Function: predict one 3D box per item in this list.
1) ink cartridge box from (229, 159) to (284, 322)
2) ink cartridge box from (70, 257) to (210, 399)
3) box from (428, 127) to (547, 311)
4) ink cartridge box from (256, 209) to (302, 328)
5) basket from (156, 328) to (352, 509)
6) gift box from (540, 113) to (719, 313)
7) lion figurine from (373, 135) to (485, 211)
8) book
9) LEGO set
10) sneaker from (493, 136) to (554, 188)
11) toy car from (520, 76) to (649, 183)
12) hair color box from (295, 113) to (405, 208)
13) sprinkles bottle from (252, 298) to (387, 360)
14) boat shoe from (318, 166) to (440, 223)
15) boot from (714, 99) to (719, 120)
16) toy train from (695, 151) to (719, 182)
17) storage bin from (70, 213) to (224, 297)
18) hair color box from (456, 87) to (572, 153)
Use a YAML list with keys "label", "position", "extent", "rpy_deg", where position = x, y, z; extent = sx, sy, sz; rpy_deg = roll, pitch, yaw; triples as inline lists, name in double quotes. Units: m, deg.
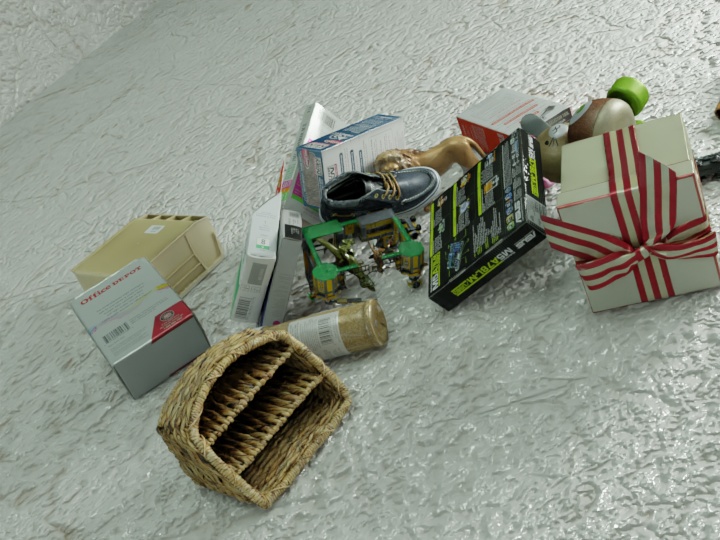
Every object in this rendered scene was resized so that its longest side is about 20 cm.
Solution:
- label: "ink cartridge box"
  position: [-0.155, -0.047, 1.527]
  extent: [0.050, 0.161, 0.201]
  rpy_deg: [9, 50, -11]
- label: "ink cartridge box"
  position: [-0.348, 0.086, 1.598]
  extent: [0.145, 0.083, 0.200]
  rpy_deg: [-34, 42, -15]
- label: "box"
  position: [0.171, -0.072, 1.399]
  extent: [0.193, 0.047, 0.201]
  rpy_deg: [-43, 28, 36]
- label: "ink cartridge box"
  position: [-0.122, 0.019, 1.498]
  extent: [0.037, 0.201, 0.095]
  rpy_deg: [12, 27, -11]
- label: "basket"
  position: [-0.133, 0.168, 1.261]
  extent: [0.148, 0.143, 0.200]
  rpy_deg: [5, 41, 45]
- label: "gift box"
  position: [0.329, -0.074, 1.242]
  extent: [0.184, 0.201, 0.187]
  rpy_deg: [-19, 30, 23]
- label: "lion figurine"
  position: [0.123, -0.173, 1.646]
  extent: [0.199, 0.123, 0.072]
  rpy_deg: [-29, 29, -7]
- label: "book"
  position: [-0.060, -0.158, 1.677]
  extent: [0.048, 0.133, 0.201]
  rpy_deg: [-10, 57, 46]
- label: "LEGO set"
  position: [0.000, 0.000, 1.504]
  extent: [0.199, 0.116, 0.154]
  rpy_deg: [-21, 45, -19]
- label: "sneaker"
  position: [0.206, -0.139, 1.553]
  extent: [0.199, 0.096, 0.079]
  rpy_deg: [-32, 30, -9]
- label: "toy car"
  position: [0.297, -0.183, 1.460]
  extent: [0.199, 0.158, 0.165]
  rpy_deg: [16, 58, 39]
- label: "hair color box"
  position: [-0.011, -0.178, 1.640]
  extent: [0.060, 0.101, 0.200]
  rpy_deg: [14, 30, 39]
- label: "sprinkles bottle"
  position: [-0.064, 0.095, 1.408]
  extent: [0.199, 0.069, 0.068]
  rpy_deg: [-15, 30, 19]
- label: "boat shoe"
  position: [0.033, -0.120, 1.533]
  extent: [0.199, 0.091, 0.071]
  rpy_deg: [-20, 72, -10]
- label: "boot"
  position: [0.635, -0.306, 1.510]
  extent: [0.187, 0.069, 0.200]
  rpy_deg: [-5, 36, 34]
- label: "toy train"
  position: [0.545, -0.158, 1.375]
  extent: [0.199, 0.034, 0.046]
  rpy_deg: [-12, 19, 26]
- label: "storage bin"
  position: [-0.379, -0.013, 1.822]
  extent: [0.199, 0.094, 0.199]
  rpy_deg: [4, 40, 44]
- label: "hair color box"
  position: [0.262, -0.243, 1.716]
  extent: [0.111, 0.064, 0.200]
  rpy_deg: [-31, 27, -12]
